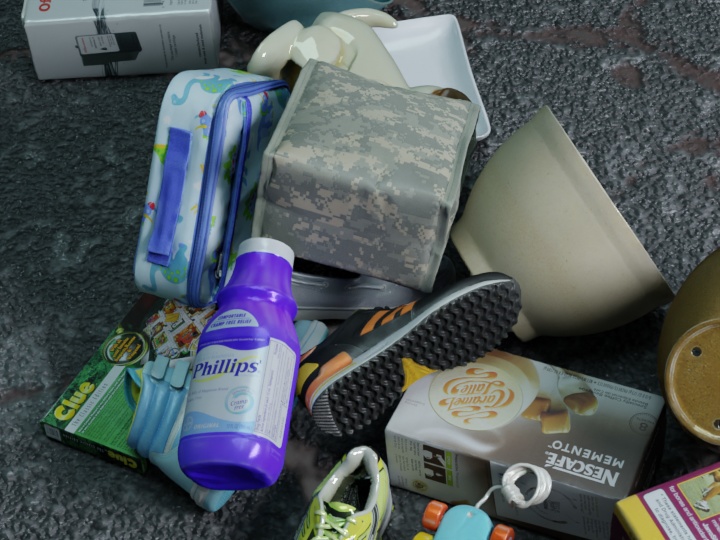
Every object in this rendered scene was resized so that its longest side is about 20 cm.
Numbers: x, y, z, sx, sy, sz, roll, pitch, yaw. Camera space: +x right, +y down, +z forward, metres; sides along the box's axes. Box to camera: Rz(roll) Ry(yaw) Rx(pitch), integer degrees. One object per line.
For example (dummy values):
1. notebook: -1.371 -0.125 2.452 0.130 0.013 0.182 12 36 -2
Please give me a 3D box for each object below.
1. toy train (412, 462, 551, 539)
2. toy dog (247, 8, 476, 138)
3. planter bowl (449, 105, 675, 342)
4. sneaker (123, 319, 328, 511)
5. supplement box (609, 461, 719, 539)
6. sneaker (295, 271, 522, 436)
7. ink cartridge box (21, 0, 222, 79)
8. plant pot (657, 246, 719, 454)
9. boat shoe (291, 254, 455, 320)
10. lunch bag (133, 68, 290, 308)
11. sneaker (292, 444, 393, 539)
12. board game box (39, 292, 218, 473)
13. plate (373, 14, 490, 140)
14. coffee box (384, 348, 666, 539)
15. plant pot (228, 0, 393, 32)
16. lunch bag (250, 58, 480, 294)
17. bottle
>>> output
1. toy train: 0.116 0.251 1.210 0.149 0.056 0.201 -19 56 4
2. toy dog: 0.014 -0.146 1.545 0.199 0.140 0.194 33 49 16
3. planter bowl: 0.162 -0.023 1.415 0.134 0.200 0.201 -34 47 9
4. sneaker: -0.119 0.090 1.365 0.130 0.080 0.200 31 52 7
5. supplement box: 0.288 0.203 1.136 0.199 0.104 0.131 -18 48 -12
6. sneaker: 0.031 0.047 1.316 0.200 0.070 0.090 -32 41 -10
7. ink cartridge box: -0.252 -0.283 1.757 0.199 0.083 0.147 -2 46 1
8. plant pot: 0.301 0.070 1.240 0.186 0.187 0.200 19 13 22
9. boat shoe: -0.001 -0.001 1.446 0.200 0.072 0.070 -5 51 -23
10. lunch bag: -0.127 -0.072 1.425 0.082 0.201 0.161 15 12 18
11. sneaker: -0.030 0.219 1.253 0.075 0.077 0.201 10 48 12
12. board game box: -0.181 0.084 1.435 0.104 0.024 0.200 20 49 19
13. plate: 0.018 -0.179 1.670 0.198 0.032 0.201 -8 46 -4
14. coffee box: 0.133 0.138 1.315 0.199 0.080 0.115 16 49 20
15. plant pot: -0.075 -0.330 1.739 0.134 0.200 0.201 -32 39 25
16. lunch bag: 0.009 -0.093 1.390 0.163 0.118 0.200 15 40 4
17. bottle: -0.089 0.071 1.293 0.083 0.065 0.201 -6 59 26
